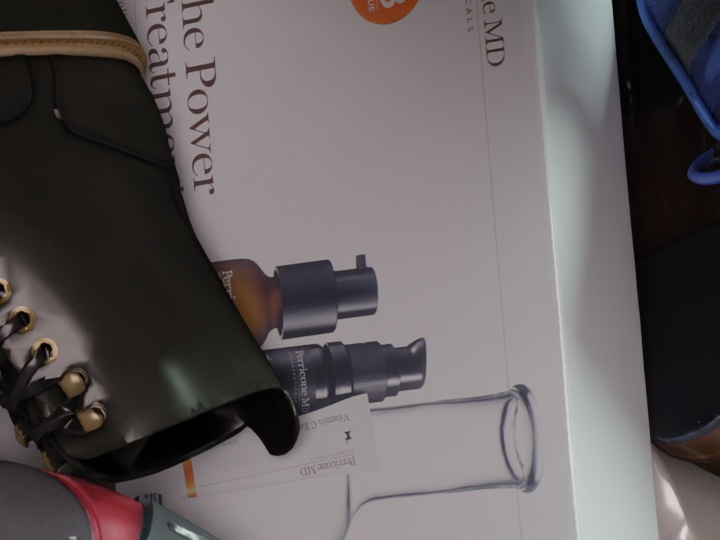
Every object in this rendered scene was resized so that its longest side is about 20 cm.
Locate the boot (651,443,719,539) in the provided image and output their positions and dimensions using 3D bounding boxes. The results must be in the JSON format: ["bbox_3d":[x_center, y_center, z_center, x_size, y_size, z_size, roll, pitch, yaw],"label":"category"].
[{"bbox_3d":[0.049,0.053,0.816,0.090,0.073,0.200,-32,86,23],"label":"boot"}]

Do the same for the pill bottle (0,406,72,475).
[{"bbox_3d":[-0.152,0.075,0.800,0.113,0.114,0.201,22,88,6],"label":"pill bottle"}]

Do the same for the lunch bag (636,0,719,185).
[{"bbox_3d":[0.161,-0.088,0.706,0.132,0.136,0.200,36,106,-24],"label":"lunch bag"}]

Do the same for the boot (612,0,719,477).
[{"bbox_3d":[0.105,-0.022,0.817,0.075,0.097,0.201,-21,55,29],"label":"boot"}]

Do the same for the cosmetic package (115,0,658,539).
[{"bbox_3d":[0.000,0.000,0.761,0.150,0.052,0.201,-8,84,30],"label":"cosmetic package"}]

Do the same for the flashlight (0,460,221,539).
[{"bbox_3d":[-0.131,0.058,0.708,0.200,0.068,0.068,28,57,-16],"label":"flashlight"}]

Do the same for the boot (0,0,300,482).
[{"bbox_3d":[-0.113,0.002,0.689,0.200,0.077,0.139,-16,69,-37],"label":"boot"}]
